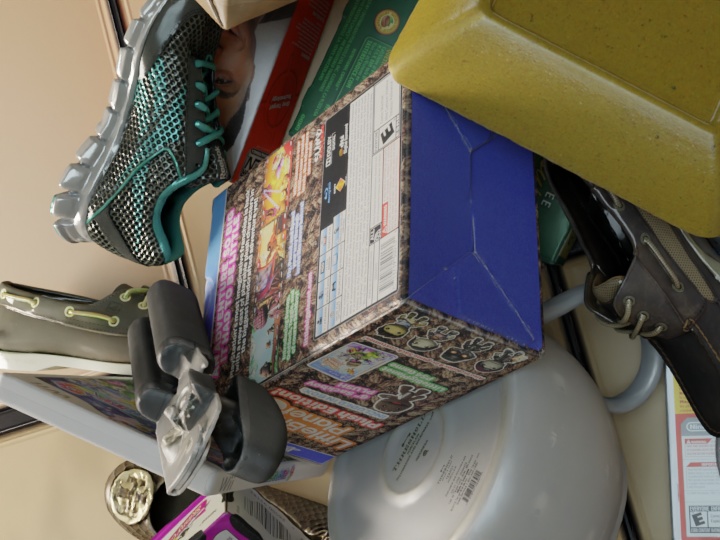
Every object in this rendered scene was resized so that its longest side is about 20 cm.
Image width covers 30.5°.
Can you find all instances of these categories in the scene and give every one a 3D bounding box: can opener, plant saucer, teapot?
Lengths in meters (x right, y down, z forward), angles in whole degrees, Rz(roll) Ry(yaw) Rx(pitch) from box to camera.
[{"bbox_3d":[-0.086,0.064,0.718,0.067,0.200,0.053,25,101,-19],"label":"can opener"},{"bbox_3d":[0.144,-0.147,0.705,0.199,0.048,0.200,27,68,-1],"label":"plant saucer"},{"bbox_3d":[0.087,0.126,0.775,0.200,0.146,0.198,-40,35,37],"label":"teapot"}]

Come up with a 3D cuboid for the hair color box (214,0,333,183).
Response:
[{"bbox_3d":[-0.083,-0.165,0.887,0.101,0.061,0.201,21,93,16],"label":"hair color box"}]

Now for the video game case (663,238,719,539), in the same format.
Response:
[{"bbox_3d":[0.255,0.066,0.791,0.142,0.017,0.201,-3,86,17],"label":"video game case"}]

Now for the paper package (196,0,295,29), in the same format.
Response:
[{"bbox_3d":[-0.044,-0.262,0.789,0.200,0.104,0.191,-26,54,-24],"label":"paper package"}]

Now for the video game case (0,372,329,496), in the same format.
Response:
[{"bbox_3d":[-0.112,0.097,0.805,0.143,0.200,0.018,21,91,17],"label":"video game case"}]

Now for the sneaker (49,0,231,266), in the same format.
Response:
[{"bbox_3d":[-0.113,-0.091,0.826,0.091,0.078,0.200,29,106,12],"label":"sneaker"}]

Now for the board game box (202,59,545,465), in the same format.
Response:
[{"bbox_3d":[0.000,0.000,0.758,0.200,0.097,0.160,-31,46,44],"label":"board game box"}]

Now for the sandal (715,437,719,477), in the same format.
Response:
[{"bbox_3d":[0.259,0.049,0.750,0.079,0.059,0.207,20,92,17],"label":"sandal"}]

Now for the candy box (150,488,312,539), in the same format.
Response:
[{"bbox_3d":[-0.056,0.238,0.807,0.136,0.061,0.200,-44,106,11],"label":"candy box"}]

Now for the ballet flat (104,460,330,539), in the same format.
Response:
[{"bbox_3d":[-0.084,0.167,0.873,0.199,0.046,0.068,15,90,17],"label":"ballet flat"}]

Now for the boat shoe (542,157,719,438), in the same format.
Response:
[{"bbox_3d":[0.160,0.007,0.743,0.073,0.075,0.201,-22,81,-20],"label":"boat shoe"}]

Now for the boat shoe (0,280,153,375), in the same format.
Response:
[{"bbox_3d":[-0.164,0.038,0.892,0.201,0.072,0.061,1,91,21],"label":"boat shoe"}]

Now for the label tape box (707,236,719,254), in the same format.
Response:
[{"bbox_3d":[0.249,-0.081,0.757,0.144,0.063,0.200,-31,57,1],"label":"label tape box"}]

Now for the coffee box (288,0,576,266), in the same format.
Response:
[{"bbox_3d":[0.066,-0.097,0.845,0.200,0.044,0.123,26,94,17],"label":"coffee box"}]
